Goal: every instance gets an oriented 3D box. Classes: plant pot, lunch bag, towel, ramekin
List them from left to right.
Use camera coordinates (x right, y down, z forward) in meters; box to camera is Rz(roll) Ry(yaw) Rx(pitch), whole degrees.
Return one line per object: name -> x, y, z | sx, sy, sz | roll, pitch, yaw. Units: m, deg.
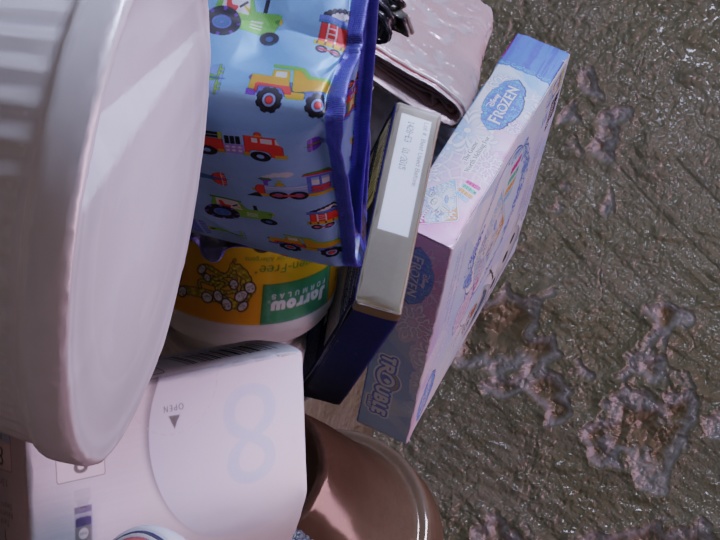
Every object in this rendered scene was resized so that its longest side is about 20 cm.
ramekin -> -0.125, -0.035, 0.740 | 0.202, 0.094, 0.204 | 11, 90, -84
lunch bag -> -0.072, -0.060, 0.932 | 0.200, 0.150, 0.095 | 91, 11, -58
plant pot -> -0.052, 0.190, 1.534 | 0.175, 0.199, 0.201 | 57, 39, -53
towel -> 0.006, -0.191, 1.344 | 0.032, 0.191, 0.200 | -51, -170, 27

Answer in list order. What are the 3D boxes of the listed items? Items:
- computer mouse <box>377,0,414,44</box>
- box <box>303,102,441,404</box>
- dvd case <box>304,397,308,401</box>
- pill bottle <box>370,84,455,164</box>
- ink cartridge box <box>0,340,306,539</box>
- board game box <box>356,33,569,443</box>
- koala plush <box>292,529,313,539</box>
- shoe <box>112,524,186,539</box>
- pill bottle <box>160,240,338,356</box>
computer mouse -> -0.033, -0.096, 1.139 | 0.053, 0.138, 0.201 | -30, 138, -46
box -> 0.000, 0.000, 1.142 | 0.200, 0.032, 0.122 | 124, -21, -66
dvd case -> -0.040, 0.044, 1.455 | 0.200, 0.018, 0.143 | -32, -149, 35
pill bottle -> -0.010, -0.047, 1.376 | 0.200, 0.112, 0.112 | -50, 174, 2
ink cartridge box -> -0.097, 0.143, 0.939 | 0.159, 0.047, 0.201 | -10, 100, -41
board game box -> 0.066, -0.020, 1.300 | 0.201, 0.043, 0.199 | 101, 16, -48
koala plush -> -0.075, 0.240, 1.217 | 0.200, 0.176, 0.185 | 164, -70, -82
shoe -> -0.141, 0.201, 0.846 | 0.201, 0.071, 0.091 | -62, 152, 6
pill bottle -> -0.064, -0.030, 1.082 | 0.113, 0.112, 0.201 | -70, 170, -60
